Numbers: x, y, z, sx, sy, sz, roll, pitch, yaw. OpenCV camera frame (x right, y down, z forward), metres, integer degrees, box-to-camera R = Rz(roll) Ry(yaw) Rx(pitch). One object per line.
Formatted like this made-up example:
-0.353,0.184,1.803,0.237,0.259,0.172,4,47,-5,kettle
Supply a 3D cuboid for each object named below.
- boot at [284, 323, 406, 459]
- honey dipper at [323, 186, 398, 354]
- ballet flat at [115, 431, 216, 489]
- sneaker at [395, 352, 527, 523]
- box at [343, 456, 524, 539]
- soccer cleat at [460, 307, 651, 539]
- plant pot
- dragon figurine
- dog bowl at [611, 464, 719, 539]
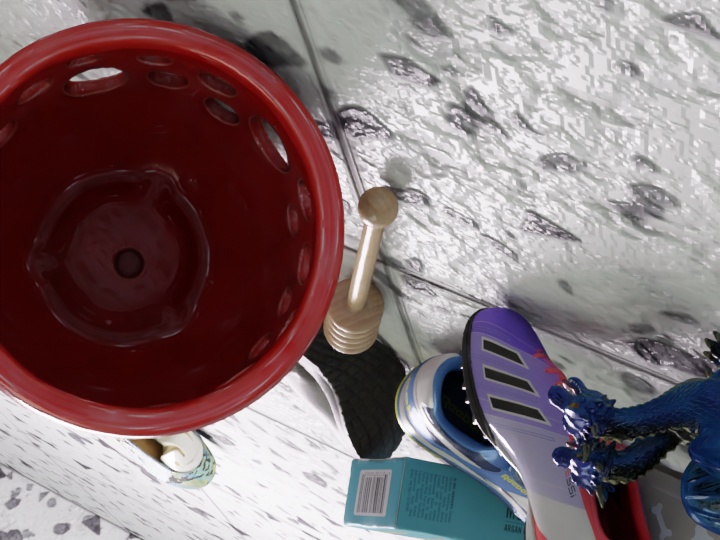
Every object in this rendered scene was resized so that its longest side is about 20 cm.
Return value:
-0.048,0.055,1.007,0.131,0.070,0.201,17,146,41,boot
0.000,0.000,0.832,0.038,0.038,0.200,27,158,8,honey dipper
-0.231,0.183,1.572,0.200,0.075,0.074,37,160,-24,ballet flat
0.114,0.118,0.900,0.199,0.074,0.082,28,159,5,sneaker
0.094,0.174,0.994,0.199,0.050,0.082,15,166,-25,box
0.111,0.093,0.750,0.068,0.201,0.073,13,135,-33,soccer cleat
-0.121,-0.015,0.740,0.200,0.201,0.182,33,170,-8,plant pot
0.188,0.093,0.669,0.199,0.100,0.059,25,144,23,dragon figurine
0.222,0.162,0.777,0.199,0.059,0.200,22,179,1,dog bowl
